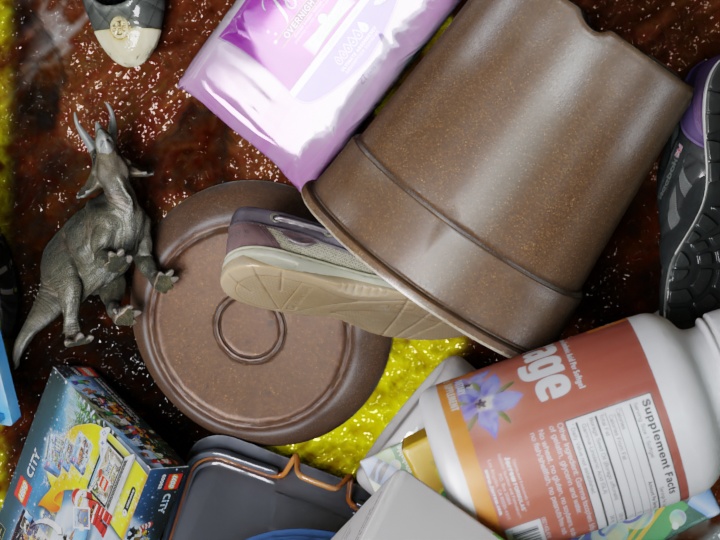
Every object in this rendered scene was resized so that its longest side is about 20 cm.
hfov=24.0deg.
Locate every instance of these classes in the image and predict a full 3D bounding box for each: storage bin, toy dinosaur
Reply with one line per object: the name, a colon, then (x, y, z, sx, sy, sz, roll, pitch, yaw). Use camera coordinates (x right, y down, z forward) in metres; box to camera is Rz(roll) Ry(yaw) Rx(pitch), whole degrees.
storage bin: (-0.054, 0.218, 1.200, 0.198, 0.135, 0.147, 21, 114, 2)
toy dinosaur: (-0.191, -0.009, 1.217, 0.076, 0.103, 0.201, 8, 129, -36)

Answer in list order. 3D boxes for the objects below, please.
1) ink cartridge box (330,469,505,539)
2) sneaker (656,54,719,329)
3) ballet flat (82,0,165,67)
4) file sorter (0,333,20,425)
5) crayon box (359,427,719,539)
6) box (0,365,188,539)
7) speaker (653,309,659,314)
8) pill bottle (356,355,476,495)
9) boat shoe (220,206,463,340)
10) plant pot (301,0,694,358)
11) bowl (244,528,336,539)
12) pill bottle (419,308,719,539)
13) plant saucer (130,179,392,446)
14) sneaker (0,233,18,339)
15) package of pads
ink cartridge box: (0.023, 0.228, 0.990, 0.145, 0.084, 0.200, 34, 136, -3)
sneaker: (0.226, -0.038, 1.097, 0.075, 0.088, 0.202, 11, 90, -14)
ballet flat: (-0.175, -0.238, 1.157, 0.066, 0.057, 0.202, -3, 104, 14)
file sorter: (-0.341, 0.041, 1.164, 0.137, 0.123, 0.202, 5, 120, 22)
crayon box: (0.113, 0.138, 1.088, 0.199, 0.052, 0.127, -26, 91, 4)
box: (-0.210, 0.191, 1.252, 0.136, 0.037, 0.201, 39, 114, 39)
speaker: (0.245, 0.045, 1.129, 0.199, 0.081, 0.081, -35, 95, 19)
pill bottle: (0.105, 0.163, 1.173, 0.200, 0.114, 0.115, 39, 109, 0)
boat shoe: (0.000, 0.000, 1.152, 0.198, 0.065, 0.072, 11, 153, -22)
plant pot: (0.097, -0.077, 1.081, 0.199, 0.200, 0.199, 34, 100, 1)
bowl: (-0.032, 0.260, 1.118, 0.198, 0.039, 0.203, 4, 112, 9)
pill bottle: (0.143, 0.092, 1.004, 0.198, 0.112, 0.113, -19, 100, 2)
plant saucer: (-0.076, 0.037, 1.222, 0.198, 0.034, 0.202, 3, 104, 11)
sneaker: (-0.316, -0.033, 1.230, 0.080, 0.074, 0.201, -30, 90, 4)
package of pads: (-0.021, -0.164, 1.134, 0.120, 0.076, 0.200, 39, 109, -1)
